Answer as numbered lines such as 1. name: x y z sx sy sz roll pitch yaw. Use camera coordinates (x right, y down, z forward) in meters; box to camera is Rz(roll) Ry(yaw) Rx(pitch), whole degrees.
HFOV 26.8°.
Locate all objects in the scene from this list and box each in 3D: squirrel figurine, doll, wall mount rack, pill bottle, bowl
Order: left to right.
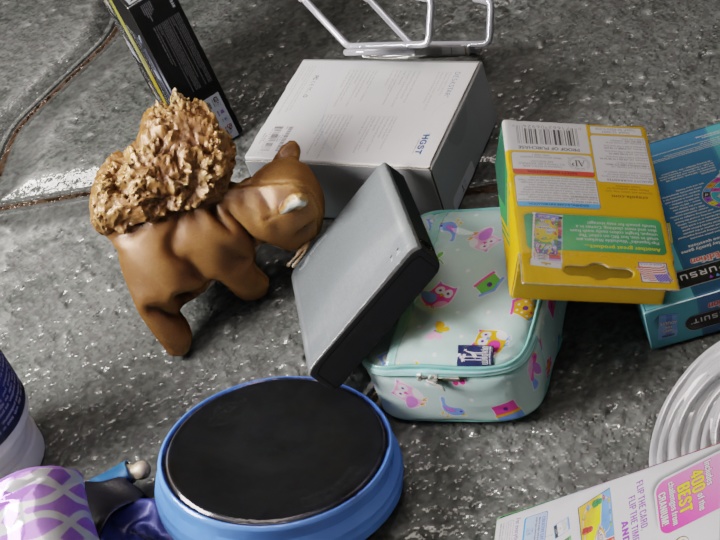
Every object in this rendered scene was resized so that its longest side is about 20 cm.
1. pill bottle: -0.351 0.102 1.281 0.115 0.201 0.116 -12 42 11
2. doll: -0.201 0.213 1.218 0.199 0.049 0.137 14 52 33
3. squirrel figurine: -0.134 -0.058 1.359 0.185 0.201 0.142 -24 33 15
4. bowl: -0.065 0.153 1.195 0.198 0.040 0.201 -4 33 3
5. wall mount rack: 0.032 -0.252 1.523 0.173 0.075 0.199 7 11 35

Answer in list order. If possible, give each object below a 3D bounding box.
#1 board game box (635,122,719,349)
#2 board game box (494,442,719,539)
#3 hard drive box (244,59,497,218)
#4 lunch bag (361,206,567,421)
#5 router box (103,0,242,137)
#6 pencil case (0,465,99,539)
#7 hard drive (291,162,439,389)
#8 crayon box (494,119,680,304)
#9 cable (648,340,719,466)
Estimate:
1. board game box: 0.290 -0.037 1.280 0.150 0.047 0.201 -16 42 6
2. board game box: 0.168 0.212 1.003 0.199 0.040 0.154 -26 37 38
3. hard drive box: 0.012 -0.128 1.467 0.198 0.077 0.157 5 48 27
4. lunch bag: 0.087 0.034 1.265 0.159 0.077 0.201 1 45 22
5. router box: -0.209 -0.239 1.580 0.052 0.201 0.157 -33 43 -9
6. pencil case: -0.230 0.244 1.126 0.085 0.084 0.201 -31 61 23
7. hard drive: 0.000 0.000 1.286 0.140 0.033 0.200 -50 20 14
8. crayon box: 0.179 -0.039 1.227 0.124 0.052 0.201 3 43 -3
9. cable: 0.296 0.118 1.050 0.199 0.069 0.201 -38 29 23
